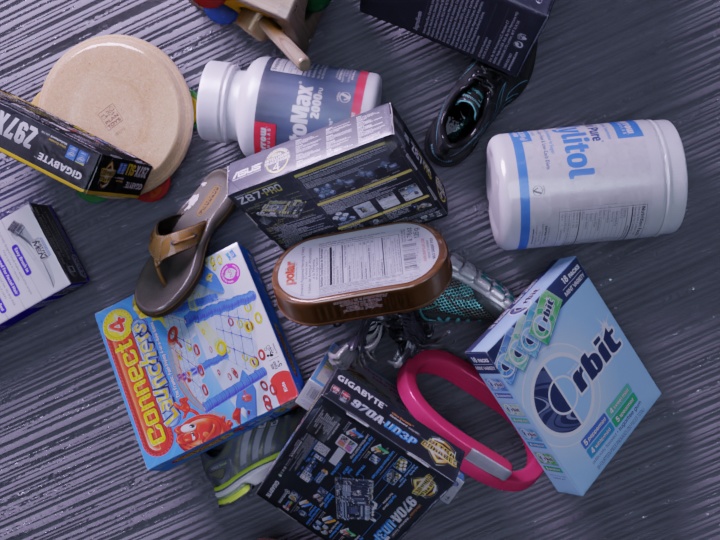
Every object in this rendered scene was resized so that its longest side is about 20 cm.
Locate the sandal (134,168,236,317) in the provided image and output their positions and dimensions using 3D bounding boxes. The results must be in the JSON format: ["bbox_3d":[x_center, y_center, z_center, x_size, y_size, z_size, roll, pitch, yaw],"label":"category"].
[{"bbox_3d":[-0.206,-0.041,0.919,0.081,0.055,0.201,20,72,34],"label":"sandal"}]

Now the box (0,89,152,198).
[{"bbox_3d":[-0.344,-0.143,0.857,0.198,0.160,0.050,27,93,1],"label":"box"}]

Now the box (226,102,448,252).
[{"bbox_3d":[-0.022,-0.086,0.871,0.198,0.161,0.050,-18,57,20],"label":"box"}]

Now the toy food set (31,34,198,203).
[{"bbox_3d":[-0.294,-0.180,0.957,0.197,0.049,0.201,40,93,1],"label":"toy food set"}]

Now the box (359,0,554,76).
[{"bbox_3d":[0.127,-0.355,0.865,0.198,0.118,0.198,22,72,2],"label":"box"}]

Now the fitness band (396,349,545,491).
[{"bbox_3d":[0.128,0.168,0.904,0.199,0.144,0.038,34,120,-1],"label":"fitness band"}]

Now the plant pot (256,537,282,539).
[{"bbox_3d":[-0.053,0.400,0.917,0.198,0.187,0.189,23,93,17],"label":"plant pot"}]

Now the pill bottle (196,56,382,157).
[{"bbox_3d":[-0.080,-0.179,0.910,0.197,0.120,0.121,9,93,3],"label":"pill bottle"}]

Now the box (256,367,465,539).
[{"bbox_3d":[-0.007,0.216,0.840,0.158,0.046,0.201,33,128,2],"label":"box"}]

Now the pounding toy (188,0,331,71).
[{"bbox_3d":[-0.111,-0.307,0.874,0.198,0.184,0.144,24,93,2],"label":"pounding toy"}]

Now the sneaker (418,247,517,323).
[{"bbox_3d":[0.108,0.032,0.939,0.199,0.078,0.092,34,103,9],"label":"sneaker"}]

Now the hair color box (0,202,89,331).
[{"bbox_3d":[-0.448,0.014,0.965,0.198,0.065,0.110,-28,90,6],"label":"hair color box"}]

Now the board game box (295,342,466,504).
[{"bbox_3d":[0.030,0.169,0.909,0.199,0.134,0.034,34,105,2],"label":"board game box"}]

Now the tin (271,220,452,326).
[{"bbox_3d":[0.000,0.000,0.861,0.197,0.113,0.042,-10,129,6],"label":"tin"}]

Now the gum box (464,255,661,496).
[{"bbox_3d":[0.232,0.116,0.887,0.170,0.044,0.201,-40,102,-26],"label":"gum box"}]

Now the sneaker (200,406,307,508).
[{"bbox_3d":[-0.112,0.197,0.952,0.199,0.074,0.081,-39,87,2],"label":"sneaker"}]

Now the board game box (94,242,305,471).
[{"bbox_3d":[-0.187,0.101,0.932,0.194,0.056,0.202,-26,74,3],"label":"board game box"}]

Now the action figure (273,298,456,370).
[{"bbox_3d":[0.004,0.066,0.902,0.198,0.119,0.103,24,87,25],"label":"action figure"}]

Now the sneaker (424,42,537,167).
[{"bbox_3d":[0.147,-0.209,0.918,0.075,0.079,0.201,31,92,2],"label":"sneaker"}]

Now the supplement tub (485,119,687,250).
[{"bbox_3d":[0.246,-0.096,0.891,0.197,0.132,0.134,-6,92,3],"label":"supplement tub"}]
